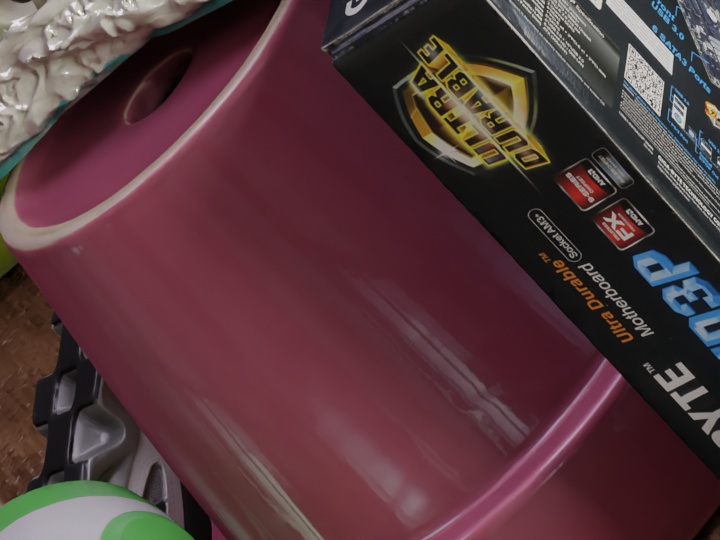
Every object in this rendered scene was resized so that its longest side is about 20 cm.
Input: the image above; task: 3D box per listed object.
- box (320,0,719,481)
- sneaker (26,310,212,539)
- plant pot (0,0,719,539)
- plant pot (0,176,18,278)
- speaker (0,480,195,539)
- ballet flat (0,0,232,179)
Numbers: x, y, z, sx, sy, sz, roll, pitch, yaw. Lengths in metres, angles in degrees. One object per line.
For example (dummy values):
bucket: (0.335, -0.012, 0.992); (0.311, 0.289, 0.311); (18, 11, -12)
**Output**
box: (0.079, -0.044, 0.785); (0.046, 0.200, 0.159); (-30, 28, 29)
sneaker: (-0.066, 0.107, 0.968); (0.074, 0.088, 0.200); (-10, 68, 62)
plant pot: (0.000, 0.000, 0.879); (0.200, 0.179, 0.200); (-37, 26, 22)
plant pot: (-0.245, -0.071, 1.411); (0.199, 0.181, 0.200); (-40, 24, 17)
speaker: (-0.051, 0.140, 0.811); (0.088, 0.088, 0.200); (-45, 39, 4)
ballet flat: (-0.090, -0.081, 0.855); (0.200, 0.072, 0.072); (-33, 27, 32)
